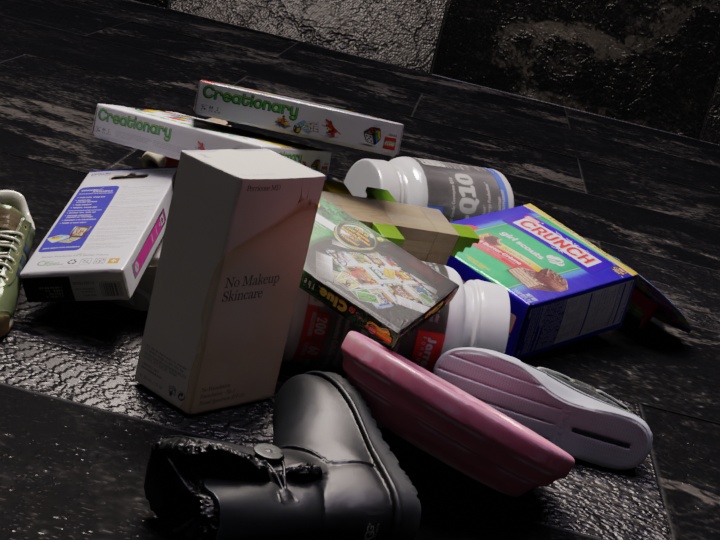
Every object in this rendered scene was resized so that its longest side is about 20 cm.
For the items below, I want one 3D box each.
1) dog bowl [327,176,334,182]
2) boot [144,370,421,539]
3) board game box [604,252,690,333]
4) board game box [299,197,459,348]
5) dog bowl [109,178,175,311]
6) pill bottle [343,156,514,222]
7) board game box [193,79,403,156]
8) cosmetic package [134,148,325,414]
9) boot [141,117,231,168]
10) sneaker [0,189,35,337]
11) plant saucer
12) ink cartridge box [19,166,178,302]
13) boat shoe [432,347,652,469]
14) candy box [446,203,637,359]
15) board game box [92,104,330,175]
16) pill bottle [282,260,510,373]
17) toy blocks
[{"bbox_3d":[-0.018,-0.047,1.447,0.111,0.050,0.200,46,0,16],"label":"dog bowl"},{"bbox_3d":[-0.070,0.127,0.939,0.168,0.076,0.200,9,23,-29],"label":"boot"},{"bbox_3d":[0.295,0.028,1.583,0.158,0.039,0.200,41,-4,-30],"label":"board game box"},{"bbox_3d":[-0.023,-0.013,1.167,0.200,0.023,0.105,33,40,19],"label":"board game box"},{"bbox_3d":[-0.175,-0.029,1.301,0.200,0.059,0.200,-5,30,3],"label":"dog bowl"},{"bbox_3d":[0.083,-0.081,1.680,0.200,0.114,0.114,4,19,-33],"label":"pill bottle"},{"bbox_3d":[-0.064,-0.152,1.332,0.200,0.035,0.126,11,7,-9],"label":"board game box"},{"bbox_3d":[-0.106,0.007,1.091,0.073,0.200,0.103,27,22,34],"label":"cosmetic package"},{"bbox_3d":[-0.154,-0.089,1.427,0.107,0.075,0.200,-22,38,-25],"label":"boot"},{"bbox_3d":[-0.325,-0.014,1.180,0.067,0.090,0.200,11,16,-10],"label":"sneaker"},{"bbox_3d":[0.067,0.116,1.040,0.200,0.051,0.201,30,-2,1],"label":"plant saucer"},{"bbox_3d":[-0.231,-0.037,1.233,0.095,0.037,0.200,-2,32,10],"label":"ink cartridge box"},{"bbox_3d":[0.156,0.121,1.181,0.200,0.072,0.071,24,7,-1],"label":"boat shoe"},{"bbox_3d":[0.175,0.009,1.463,0.200,0.077,0.169,-12,38,-45],"label":"candy box"},{"bbox_3d":[-0.146,-0.125,1.328,0.200,0.035,0.126,16,10,27],"label":"board game box"},{"bbox_3d":[0.028,0.044,1.232,0.200,0.114,0.114,10,17,-10],"label":"pill bottle"},{"bbox_3d":[0.000,0.000,1.329,0.200,0.137,0.100,7,30,-30],"label":"toy blocks"}]
